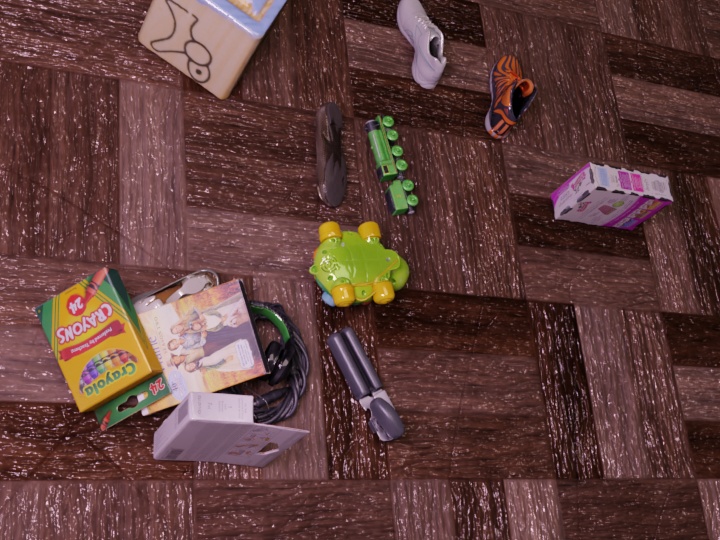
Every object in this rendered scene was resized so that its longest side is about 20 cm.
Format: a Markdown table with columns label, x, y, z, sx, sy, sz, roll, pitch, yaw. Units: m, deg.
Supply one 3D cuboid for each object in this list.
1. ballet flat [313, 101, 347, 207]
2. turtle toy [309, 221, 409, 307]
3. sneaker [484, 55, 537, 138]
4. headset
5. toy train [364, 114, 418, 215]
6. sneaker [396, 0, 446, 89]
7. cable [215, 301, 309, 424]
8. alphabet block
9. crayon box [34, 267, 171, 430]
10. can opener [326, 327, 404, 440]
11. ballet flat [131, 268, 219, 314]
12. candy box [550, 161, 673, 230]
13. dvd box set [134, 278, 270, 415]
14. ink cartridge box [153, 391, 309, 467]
| label | x | y | z | sx | sy | sz | roll | pitch | yaw |
| --- | --- | --- | --- | --- | --- | --- | --- | --- | --- |
| ballet flat | -0.060 | -0.206 | 1.834 | 0.067 | 0.046 | 0.203 | 22 | 60 | -54 |
| turtle toy | 0.000 | 0.000 | 1.733 | 0.197 | 0.101 | 0.148 | -1 | 68 | -28 |
| sneaker | 0.312 | -0.366 | 2.055 | 0.077 | 0.112 | 0.203 | 19 | 60 | -19 |
| headset | -0.165 | 0.145 | 1.562 | 0.122 | 0.094 | 0.202 | 12 | 53 | -21 |
| toy train | 0.054 | -0.194 | 1.889 | 0.056 | 0.042 | 0.203 | -11 | 73 | -20 |
| sneaker | 0.129 | -0.464 | 2.025 | 0.070 | 0.080 | 0.203 | -6 | 70 | -27 |
| cable | -0.151 | 0.141 | 1.622 | 0.162 | 0.051 | 0.202 | 32 | 56 | -12 |
| alphabet block | -0.239 | -0.456 | 1.756 | 0.194 | 0.200 | 0.198 | 35 | 57 | -10 |
| crayon box | -0.370 | 0.114 | 1.480 | 0.126 | 0.051 | 0.202 | -29 | 80 | 6 |
| can opener | 0.016 | 0.183 | 1.679 | 0.053 | 0.067 | 0.202 | -22 | 80 | -34 |
| ballet flat | -0.301 | 0.051 | 1.576 | 0.199 | 0.064 | 0.068 | -30 | 84 | -34 |
| candy box | 0.499 | -0.145 | 2.038 | 0.197 | 0.136 | 0.062 | 6 | 63 | -26 |
| dvd box set | -0.246 | 0.112 | 1.503 | 0.197 | 0.029 | 0.148 | -18 | 83 | 7 |
| ink cartridge box | -0.188 | 0.231 | 1.470 | 0.174 | 0.200 | 0.045 | 9 | 62 | -24 |
